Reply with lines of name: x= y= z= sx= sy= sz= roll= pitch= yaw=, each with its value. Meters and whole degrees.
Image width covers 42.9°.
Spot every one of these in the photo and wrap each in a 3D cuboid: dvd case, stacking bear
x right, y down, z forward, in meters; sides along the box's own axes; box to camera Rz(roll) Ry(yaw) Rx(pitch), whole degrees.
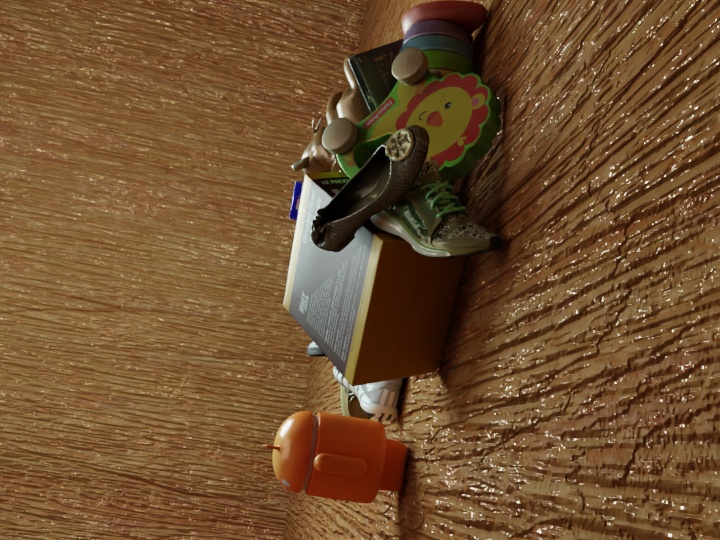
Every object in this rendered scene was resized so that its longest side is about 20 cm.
dvd case: x=0.059 y=-0.246 z=1.290 sx=0.200 sy=0.016 sz=0.150 roll=-39 pitch=-73 yaw=-58
stacking bear: x=0.105 y=-0.250 z=1.250 sx=0.122 sy=0.112 sz=0.203 roll=122 pitch=152 yaw=-73

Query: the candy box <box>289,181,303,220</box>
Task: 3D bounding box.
candy box: x=-0.033 y=-0.120 z=1.767 sx=0.200 sy=0.167 sz=0.078 roll=-34 pitch=-42 yaw=-78

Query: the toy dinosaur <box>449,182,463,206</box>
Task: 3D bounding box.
toy dinosaur: x=0.110 y=-0.083 z=1.214 sx=0.089 sy=0.047 sz=0.202 roll=-78 pitch=5 yaw=-56

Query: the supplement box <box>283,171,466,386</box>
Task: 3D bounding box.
supplement box: x=0.013 y=0.002 z=1.174 sx=0.200 sy=0.131 sz=0.199 roll=42 pitch=129 yaw=47

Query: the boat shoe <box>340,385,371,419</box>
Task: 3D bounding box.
boat shoe: x=0.013 y=0.166 z=1.566 sx=0.063 sy=0.072 sz=0.203 roll=147 pitch=141 yaw=-85

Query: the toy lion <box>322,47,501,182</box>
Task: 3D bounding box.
toy lion: x=0.069 y=-0.166 z=1.116 sx=0.200 sy=0.069 sz=0.192 roll=-43 pitch=47 yaw=11

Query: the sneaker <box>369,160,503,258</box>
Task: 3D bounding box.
sneaker: x=0.078 y=-0.073 z=1.005 sx=0.199 sy=0.076 sz=0.090 roll=28 pitch=123 yaw=46

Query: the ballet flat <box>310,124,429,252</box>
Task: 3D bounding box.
ballet flat: x=0.004 y=-0.091 z=1.027 sx=0.200 sy=0.046 sz=0.068 roll=-43 pitch=41 yaw=36

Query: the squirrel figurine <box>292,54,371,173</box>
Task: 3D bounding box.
squirrel figurine: x=-0.015 y=-0.171 z=1.339 sx=0.186 sy=0.141 sz=0.202 roll=-33 pitch=52 yaw=35

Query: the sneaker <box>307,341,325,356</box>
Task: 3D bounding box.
sneaker: x=-0.008 y=0.080 z=1.529 sx=0.060 sy=0.198 sz=0.106 roll=8 pitch=-109 yaw=-57

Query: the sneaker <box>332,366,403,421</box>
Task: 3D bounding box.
sneaker: x=0.025 y=0.149 z=1.455 sx=0.200 sy=0.074 sz=0.117 roll=38 pitch=111 yaw=61

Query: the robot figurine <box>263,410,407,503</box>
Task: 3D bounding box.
robot figurine: x=-0.037 y=0.260 z=1.282 sx=0.144 sy=0.197 sz=0.118 roll=-91 pitch=14 yaw=-56
